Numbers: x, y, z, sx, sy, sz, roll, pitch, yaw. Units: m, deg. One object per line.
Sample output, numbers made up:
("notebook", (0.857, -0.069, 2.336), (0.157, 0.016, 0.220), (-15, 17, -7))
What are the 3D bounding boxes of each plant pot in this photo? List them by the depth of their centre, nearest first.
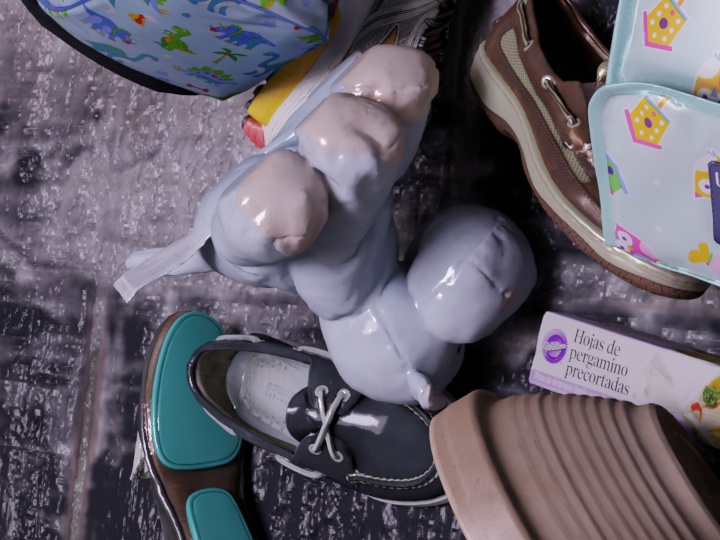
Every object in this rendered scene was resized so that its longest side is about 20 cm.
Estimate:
("plant pot", (0.124, 0.126, 1.290), (0.093, 0.201, 0.201), (-35, 56, 11))

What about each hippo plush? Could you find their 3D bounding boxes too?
("hippo plush", (0.000, 0.000, 1.434), (0.200, 0.161, 0.159), (-42, 8, 6))

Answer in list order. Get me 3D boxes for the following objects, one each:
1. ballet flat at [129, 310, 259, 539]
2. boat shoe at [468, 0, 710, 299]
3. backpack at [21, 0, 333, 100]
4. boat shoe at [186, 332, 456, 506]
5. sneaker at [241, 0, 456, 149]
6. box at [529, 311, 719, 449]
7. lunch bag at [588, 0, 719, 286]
("ballet flat", (-0.099, 0.125, 1.616), (0.068, 0.068, 0.200), (-35, 59, 52))
("boat shoe", (0.119, -0.071, 1.391), (0.202, 0.075, 0.075), (53, 129, 39))
("backpack", (-0.081, -0.167, 1.482), (0.200, 0.163, 0.154), (-34, 39, 42))
("boat shoe", (-0.019, 0.081, 1.535), (0.200, 0.060, 0.076), (12, 92, 48))
("sneaker", (0.023, -0.119, 1.524), (0.082, 0.078, 0.200), (49, 121, 17))
("box", (0.165, 0.061, 1.349), (0.200, 0.041, 0.039), (18, 97, 49))
("lunch bag", (0.200, -0.080, 1.258), (0.170, 0.122, 0.200), (19, 99, 32))
